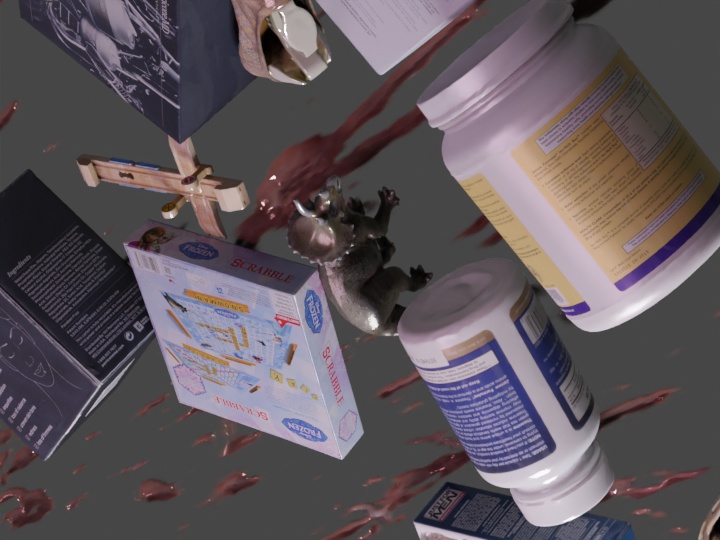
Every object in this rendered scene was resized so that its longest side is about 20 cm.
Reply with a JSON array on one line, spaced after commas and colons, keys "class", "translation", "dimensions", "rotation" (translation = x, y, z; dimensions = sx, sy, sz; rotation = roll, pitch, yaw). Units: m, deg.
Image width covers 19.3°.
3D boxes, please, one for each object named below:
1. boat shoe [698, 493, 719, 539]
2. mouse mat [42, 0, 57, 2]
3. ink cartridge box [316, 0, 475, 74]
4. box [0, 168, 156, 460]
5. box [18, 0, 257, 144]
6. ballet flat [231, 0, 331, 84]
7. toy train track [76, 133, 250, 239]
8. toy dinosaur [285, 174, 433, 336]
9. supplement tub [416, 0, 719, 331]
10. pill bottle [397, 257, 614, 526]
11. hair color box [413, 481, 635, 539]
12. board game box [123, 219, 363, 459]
[{"class": "boat shoe", "translation": [0.295, 0.219, 1.667], "dimensions": [0.072, 0.065, 0.201], "rotation": [30, 142, 19]}, {"class": "mouse mat", "translation": [-0.161, -0.293, 1.494], "dimensions": [0.008, 0.199, 0.162], "rotation": [34, -143, -73]}, {"class": "ink cartridge box", "translation": [0.008, -0.259, 1.491], "dimensions": [0.200, 0.041, 0.200], "rotation": [49, 146, -5]}, {"class": "box", "translation": [-0.312, 0.046, 2.041], "dimensions": [0.196, 0.124, 0.200], "rotation": [43, 145, 0]}, {"class": "box", "translation": [-0.167, -0.231, 1.602], "dimensions": [0.182, 0.104, 0.200], "rotation": [37, 154, 17]}, {"class": "ballet flat", "translation": [-0.056, -0.175, 1.564], "dimensions": [0.067, 0.068, 0.200], "rotation": [44, 175, 17]}, {"class": "toy train track", "translation": [-0.183, -0.074, 1.873], "dimensions": [0.199, 0.033, 0.115], "rotation": [12, 133, 39]}, {"class": "toy dinosaur", "translation": [0.000, 0.000, 1.707], "dimensions": [0.077, 0.102, 0.201], "rotation": [2, 126, 43]}, {"class": "supplement tub", "translation": [0.147, -0.076, 1.450], "dimensions": [0.200, 0.145, 0.145], "rotation": [51, 144, -8]}, {"class": "pill bottle", "translation": [0.121, 0.100, 1.680], "dimensions": [0.111, 0.111, 0.201], "rotation": [-8, 120, 48]}, {"class": "hair color box", "translation": [0.151, 0.256, 1.851], "dimensions": [0.199, 0.061, 0.100], "rotation": [9, 131, 40]}, {"class": "board game box", "translation": [-0.105, 0.062, 1.921], "dimensions": [0.199, 0.041, 0.200], "rotation": [17, 138, 33]}]
